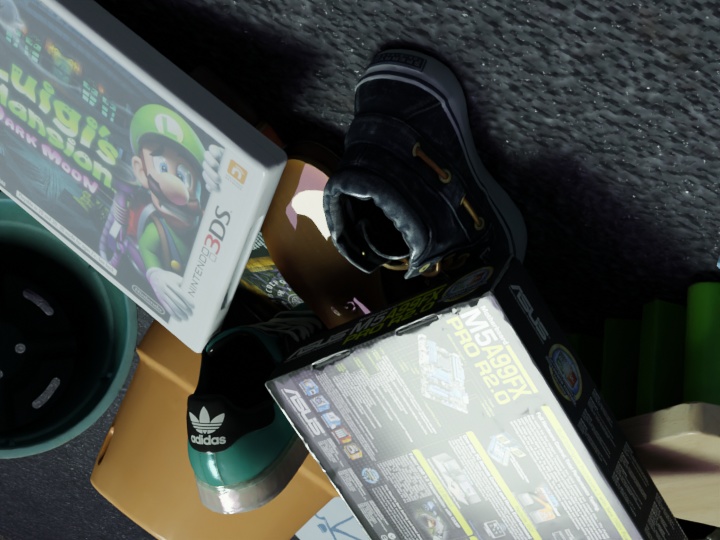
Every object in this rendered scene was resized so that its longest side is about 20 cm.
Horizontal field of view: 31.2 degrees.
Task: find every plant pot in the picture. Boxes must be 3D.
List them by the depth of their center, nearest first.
[{"bbox_3d":[-0.107,0.139,0.966,0.200,0.140,0.200,34,170,7],"label":"plant pot"},{"bbox_3d":[-0.294,0.054,1.046,0.200,0.201,0.196,29,163,-11],"label":"plant pot"}]

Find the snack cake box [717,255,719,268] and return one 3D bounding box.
[{"bbox_3d":[0.276,0.016,0.601,0.200,0.067,0.115,36,152,-26],"label":"snack cake box"}]

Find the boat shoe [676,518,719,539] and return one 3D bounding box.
[{"bbox_3d":[0.177,0.171,0.951,0.200,0.072,0.068,23,142,32],"label":"boat shoe"}]

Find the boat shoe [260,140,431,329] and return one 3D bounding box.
[{"bbox_3d":[0.000,0.000,0.798,0.070,0.070,0.200,-9,124,27],"label":"boat shoe"}]

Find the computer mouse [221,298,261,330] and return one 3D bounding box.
[{"bbox_3d":[-0.069,0.065,0.960,0.200,0.034,0.059,40,173,13],"label":"computer mouse"}]

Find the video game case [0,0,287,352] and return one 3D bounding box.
[{"bbox_3d":[-0.144,-0.064,0.737,0.200,0.023,0.182,39,141,9],"label":"video game case"}]

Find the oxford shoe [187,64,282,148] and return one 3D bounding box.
[{"bbox_3d":[-0.126,-0.077,0.784,0.200,0.071,0.073,-15,115,49],"label":"oxford shoe"}]

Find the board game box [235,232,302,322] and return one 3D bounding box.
[{"bbox_3d":[-0.046,-0.001,0.890,0.135,0.028,0.200,1,147,39],"label":"board game box"}]

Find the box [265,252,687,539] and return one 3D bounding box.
[{"bbox_3d":[0.064,0.107,0.716,0.160,0.044,0.200,-25,105,34],"label":"box"}]

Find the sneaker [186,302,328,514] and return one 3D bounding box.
[{"bbox_3d":[-0.051,0.059,0.794,0.071,0.200,0.080,-1,117,18],"label":"sneaker"}]

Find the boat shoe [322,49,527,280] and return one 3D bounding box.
[{"bbox_3d":[0.033,-0.023,0.704,0.071,0.091,0.200,9,152,28],"label":"boat shoe"}]

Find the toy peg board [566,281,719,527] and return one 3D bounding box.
[{"bbox_3d":[0.225,0.088,0.788,0.199,0.098,0.200,15,160,-20],"label":"toy peg board"}]

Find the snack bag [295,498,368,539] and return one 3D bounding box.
[{"bbox_3d":[-0.015,0.183,1.100,0.200,0.021,0.189,46,133,4],"label":"snack bag"}]
